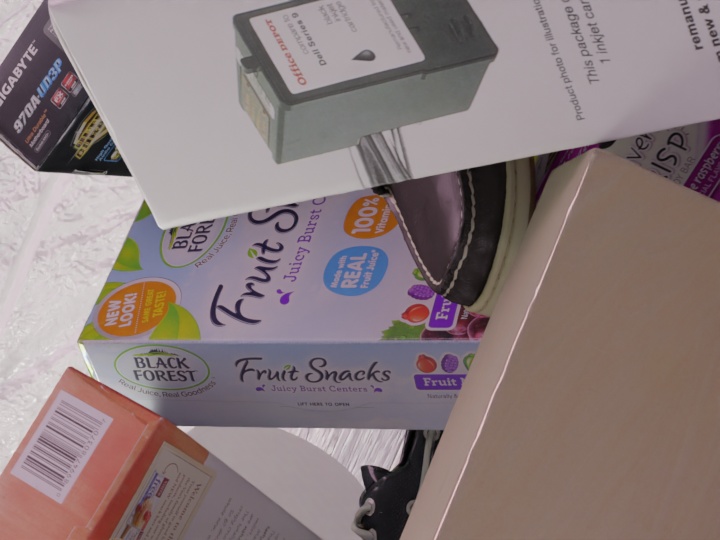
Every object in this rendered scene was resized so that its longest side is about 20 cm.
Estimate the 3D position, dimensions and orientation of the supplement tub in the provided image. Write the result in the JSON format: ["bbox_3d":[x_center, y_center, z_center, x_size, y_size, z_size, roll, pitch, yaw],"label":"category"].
[{"bbox_3d":[-0.083,0.201,1.170,0.145,0.143,0.201,-75,9,-65],"label":"supplement tub"}]

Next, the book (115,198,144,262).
[{"bbox_3d":[-0.017,-0.009,1.073,0.134,0.198,0.048,-70,6,-48],"label":"book"}]

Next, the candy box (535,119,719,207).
[{"bbox_3d":[0.114,-0.078,0.725,0.201,0.061,0.137,-70,6,-49],"label":"candy box"}]

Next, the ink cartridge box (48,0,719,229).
[{"bbox_3d":[0.029,-0.098,0.601,0.198,0.085,0.146,-10,30,29],"label":"ink cartridge box"}]

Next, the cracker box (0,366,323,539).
[{"bbox_3d":[-0.087,0.142,0.834,0.135,0.057,0.200,-58,-34,-11],"label":"cracker box"}]

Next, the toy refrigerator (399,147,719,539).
[{"bbox_3d":[0.053,0.076,0.565,0.070,0.075,0.202,151,141,-83],"label":"toy refrigerator"}]

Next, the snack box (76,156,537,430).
[{"bbox_3d":[0.000,0.000,0.847,0.143,0.198,0.053,-70,-28,-47],"label":"snack box"}]

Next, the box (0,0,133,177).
[{"bbox_3d":[-0.062,-0.130,0.893,0.201,0.046,0.159,-54,-17,15],"label":"box"}]

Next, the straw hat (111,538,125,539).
[{"bbox_3d":[-0.011,0.170,0.721,0.085,0.202,0.201,-24,-14,-22],"label":"straw hat"}]

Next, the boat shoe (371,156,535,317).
[{"bbox_3d":[0.011,-0.066,0.728,0.072,0.065,0.202,116,152,-42],"label":"boat shoe"}]

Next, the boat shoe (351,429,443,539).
[{"bbox_3d":[0.028,0.096,0.887,0.076,0.060,0.202,133,160,-78],"label":"boat shoe"}]
